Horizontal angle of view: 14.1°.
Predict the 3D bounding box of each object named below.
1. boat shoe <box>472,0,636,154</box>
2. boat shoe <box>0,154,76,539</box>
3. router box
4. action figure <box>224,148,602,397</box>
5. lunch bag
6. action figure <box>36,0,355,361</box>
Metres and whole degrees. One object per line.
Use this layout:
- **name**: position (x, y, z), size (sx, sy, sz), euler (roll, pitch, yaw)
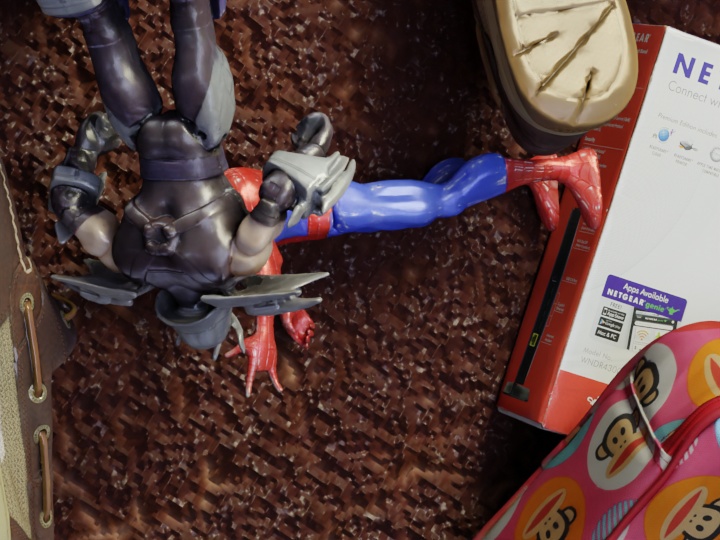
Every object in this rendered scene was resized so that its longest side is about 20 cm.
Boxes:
- **boat shoe**: position (0.067, -0.145, 1.200), size (0.072, 0.072, 0.200), euler (-7, 76, -14)
- **boat shoe**: position (-0.151, 0.027, 1.151), size (0.072, 0.072, 0.200), euler (-5, 88, -52)
- **router box**: position (0.179, 0.006, 1.280), size (0.200, 0.049, 0.180), euler (17, 91, -23)
- **action figure**: position (0.000, 0.000, 1.198), size (0.200, 0.065, 0.099), euler (-2, 89, -22)
- **lunch bag**: position (0.150, 0.128, 1.236), size (0.176, 0.082, 0.200), euler (25, 115, -31)
- **action figure**: position (-0.069, -0.057, 1.105), size (0.130, 0.069, 0.200), euler (-2, 112, 18)
